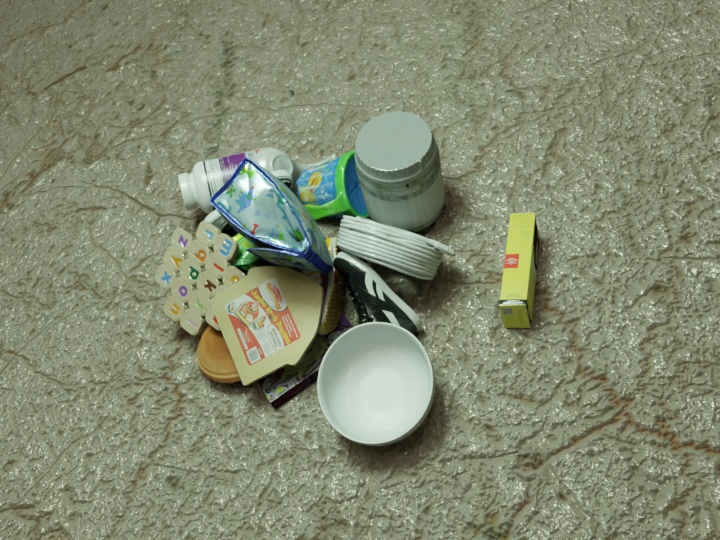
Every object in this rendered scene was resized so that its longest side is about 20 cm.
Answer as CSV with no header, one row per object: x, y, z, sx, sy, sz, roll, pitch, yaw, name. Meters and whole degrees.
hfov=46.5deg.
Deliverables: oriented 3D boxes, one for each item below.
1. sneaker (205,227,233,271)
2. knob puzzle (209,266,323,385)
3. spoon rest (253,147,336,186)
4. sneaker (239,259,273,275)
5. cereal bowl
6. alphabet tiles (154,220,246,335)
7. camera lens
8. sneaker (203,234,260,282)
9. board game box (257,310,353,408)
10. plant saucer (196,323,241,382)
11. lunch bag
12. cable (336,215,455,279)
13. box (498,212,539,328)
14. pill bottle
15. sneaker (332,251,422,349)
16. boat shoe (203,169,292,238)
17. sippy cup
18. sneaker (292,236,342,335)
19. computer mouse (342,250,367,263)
-0.223,-0.062,1.658,0.115,0.078,0.201,12,71,38,sneaker
-0.151,0.082,1.492,0.217,0.030,0.222,-4,74,15,knob puzzle
-0.140,-0.211,1.751,0.060,0.199,0.100,-19,83,52,spoon rest
-0.149,0.012,1.623,0.198,0.076,0.091,-15,54,10,sneaker
0.031,0.193,1.391,0.198,0.083,0.202,-5,70,13,cereal bowl
-0.302,0.015,1.582,0.195,0.015,0.201,32,103,26,alphabet tiles
0.076,-0.180,1.595,0.158,0.201,0.161,-6,55,9,camera lens
-0.206,-0.038,1.593,0.199,0.074,0.084,-31,69,12,sneaker
-0.103,0.150,1.529,0.199,0.032,0.120,-35,46,-7,board game box
-0.222,0.119,1.567,0.198,0.038,0.201,-16,40,14,plant saucer
-0.140,-0.075,1.457,0.200,0.170,0.128,40,91,16,lunch bag
0.053,-0.044,1.519,0.200,0.198,0.070,-150,76,-69,cable
0.281,-0.002,1.471,0.050,0.075,0.201,0,55,20,box
-0.278,-0.185,1.771,0.198,0.113,0.113,-13,49,-8,pill bottle
0.004,0.066,1.475,0.200,0.073,0.112,42,70,7,sneaker
-0.211,-0.118,1.624,0.199,0.069,0.057,-34,57,1,boat shoe
-0.054,-0.165,1.693,0.129,0.177,0.141,-5,85,30,sippy cup
-0.084,0.030,1.542,0.089,0.075,0.201,-4,54,13,sneaker
0.000,0.000,1.585,0.058,0.034,0.201,-1,40,-33,computer mouse
